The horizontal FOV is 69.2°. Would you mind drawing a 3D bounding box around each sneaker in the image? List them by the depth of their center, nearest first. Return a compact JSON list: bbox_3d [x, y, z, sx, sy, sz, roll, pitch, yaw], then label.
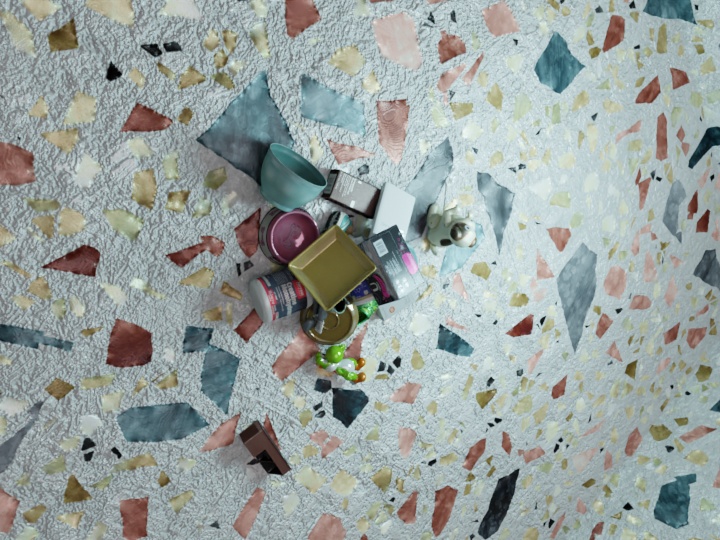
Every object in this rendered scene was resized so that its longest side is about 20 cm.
[{"bbox_3d":[-0.086,0.037,1.631,0.073,0.118,0.203,-17,102,-19],"label":"sneaker"},{"bbox_3d":[-0.088,-0.095,1.716,0.079,0.077,0.201,31,85,-39],"label":"sneaker"},{"bbox_3d":[0.032,0.120,1.782,0.074,0.084,0.201,32,108,-12],"label":"sneaker"}]

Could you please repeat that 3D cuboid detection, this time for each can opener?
[{"bbox_3d":[-0.135,0.137,1.641,0.066,0.053,0.201,-26,152,-34],"label":"can opener"}]

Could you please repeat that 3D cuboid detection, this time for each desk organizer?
[{"bbox_3d":[-0.316,0.603,1.737,0.077,0.072,0.201,-34,114,-16],"label":"desk organizer"}]

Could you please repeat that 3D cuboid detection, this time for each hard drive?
[{"bbox_3d":[0.105,-0.174,1.729,0.131,0.027,0.202,23,74,-30],"label":"hard drive"}]

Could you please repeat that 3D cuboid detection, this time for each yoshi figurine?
[{"bbox_3d":[-0.058,0.315,1.790,0.199,0.112,0.113,26,87,-34],"label":"yoshi figurine"}]

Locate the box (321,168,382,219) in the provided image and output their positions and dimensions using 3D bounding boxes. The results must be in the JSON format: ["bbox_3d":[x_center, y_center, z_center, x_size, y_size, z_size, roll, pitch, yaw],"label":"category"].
[{"bbox_3d":[-0.019,-0.248,1.721,0.199,0.075,0.101,20,90,-32],"label":"box"}]

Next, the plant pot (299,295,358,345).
[{"bbox_3d":[-0.104,0.163,1.739,0.197,0.028,0.202,-1,108,-4],"label":"plant pot"}]

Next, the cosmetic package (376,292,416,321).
[{"bbox_3d":[0.100,0.056,1.862,0.150,0.052,0.202,-30,113,-17],"label":"cosmetic package"}]

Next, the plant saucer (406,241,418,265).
[{"bbox_3d":[0.148,-0.002,1.804,0.199,0.027,0.203,-12,105,-51],"label":"plant saucer"}]

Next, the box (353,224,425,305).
[{"bbox_3d":[0.081,-0.014,1.600,0.132,0.114,0.201,-30,94,-36],"label":"box"}]

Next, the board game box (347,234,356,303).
[{"bbox_3d":[-0.035,-0.003,1.759,0.125,0.035,0.201,30,85,-7],"label":"board game box"}]

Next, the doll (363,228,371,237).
[{"bbox_3d":[0.093,-0.113,1.791,0.199,0.048,0.138,0,77,-50],"label":"doll"}]

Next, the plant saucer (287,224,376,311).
[{"bbox_3d":[-0.083,-0.004,1.565,0.200,0.200,0.049,-41,159,-7],"label":"plant saucer"}]

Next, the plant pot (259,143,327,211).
[{"bbox_3d":[-0.218,-0.263,1.557,0.199,0.201,0.134,26,115,-30],"label":"plant pot"}]

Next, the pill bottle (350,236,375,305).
[{"bbox_3d":[0.000,0.000,1.685,0.119,0.120,0.202,-22,91,-23],"label":"pill bottle"}]

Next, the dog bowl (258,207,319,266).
[{"bbox_3d":[-0.216,-0.107,1.641,0.198,0.074,0.203,-6,103,-27],"label":"dog bowl"}]

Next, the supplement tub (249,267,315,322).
[{"bbox_3d":[-0.232,0.067,1.629,0.198,0.140,0.142,-20,110,-23],"label":"supplement tub"}]

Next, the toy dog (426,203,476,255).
[{"bbox_3d":[0.325,-0.143,1.856,0.139,0.200,0.195,34,83,-29],"label":"toy dog"}]
